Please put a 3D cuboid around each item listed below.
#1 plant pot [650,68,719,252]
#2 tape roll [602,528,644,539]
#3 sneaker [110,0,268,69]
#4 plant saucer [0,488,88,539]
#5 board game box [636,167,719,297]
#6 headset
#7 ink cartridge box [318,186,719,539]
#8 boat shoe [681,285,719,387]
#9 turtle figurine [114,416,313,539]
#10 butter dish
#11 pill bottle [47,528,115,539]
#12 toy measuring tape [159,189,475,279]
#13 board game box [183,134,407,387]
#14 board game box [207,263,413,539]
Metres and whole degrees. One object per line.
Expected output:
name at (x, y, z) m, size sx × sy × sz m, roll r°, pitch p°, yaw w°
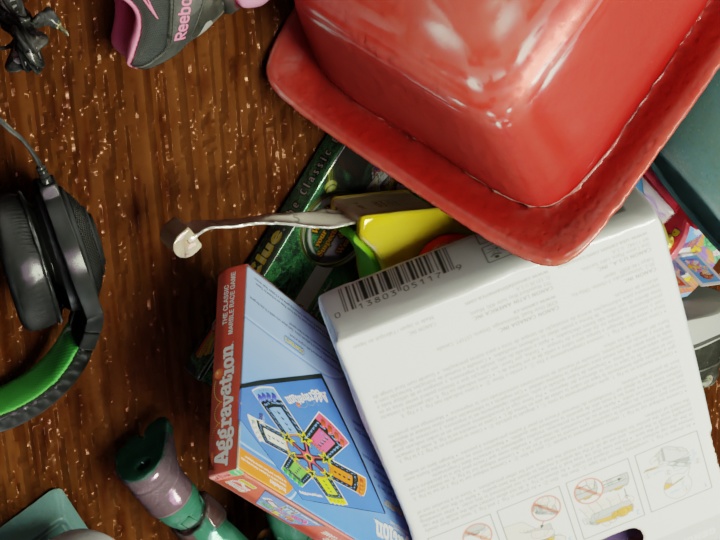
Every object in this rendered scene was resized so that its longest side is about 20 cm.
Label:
plant pot at (0.213, -0.073, 0.804) m, size 0.134 × 0.200 × 0.200 m, roll -39°, pitch 124°, yaw 3°
tape roll at (0.125, 0.196, 0.945) m, size 0.198 × 0.085 × 0.202 m, roll -14°, pitch 128°, yaw -18°
sneaker at (-0.123, -0.167, 0.709) m, size 0.095 × 0.079 × 0.200 m, roll -39°, pitch 122°, yaw 2°
plant saucer at (-0.136, 0.206, 0.868) m, size 0.070 × 0.019 × 0.201 m, roll -36°, pitch 121°, yaw -14°
board game box at (0.142, -0.039, 0.884) m, size 0.198 × 0.039 × 0.160 m, roll -9°, pitch 120°, yaw -24°
headset at (-0.172, -0.020, 0.743) m, size 0.122 × 0.094 × 0.201 m, roll 6°, pitch 121°, yaw -27°
ink cartridge box at (0.086, 0.072, 0.815) m, size 0.161 × 0.057 × 0.201 m, roll -21°, pitch 125°, yaw 0°
boat shoe at (0.129, 0.060, 0.934) m, size 0.198 × 0.071 × 0.064 m, roll -11°, pitch 112°, yaw -28°
turtle figurine at (-0.036, 0.154, 0.855) m, size 0.149 × 0.101 × 0.201 m, roll -33°, pitch 118°, yaw -11°
butter dish at (0.055, -0.138, 0.722) m, size 0.200 × 0.199 × 0.148 m, roll -54°, pitch 154°, yaw -1°
pill bottle at (-0.180, 0.196, 0.726) m, size 0.199 × 0.114 × 0.116 m, roll -24°, pitch 122°, yaw -48°
toy measuring tape at (0.000, 0.000, 0.815) m, size 0.198 × 0.074 × 0.074 m, roll -7°, pitch 111°, yaw -23°
board game box at (0.002, -0.010, 0.863) m, size 0.104 × 0.023 × 0.201 m, roll 33°, pitch 89°, yaw -37°
board game box at (-0.009, 0.086, 0.816) m, size 0.019 × 0.104 × 0.200 m, roll -17°, pitch 145°, yaw 26°
